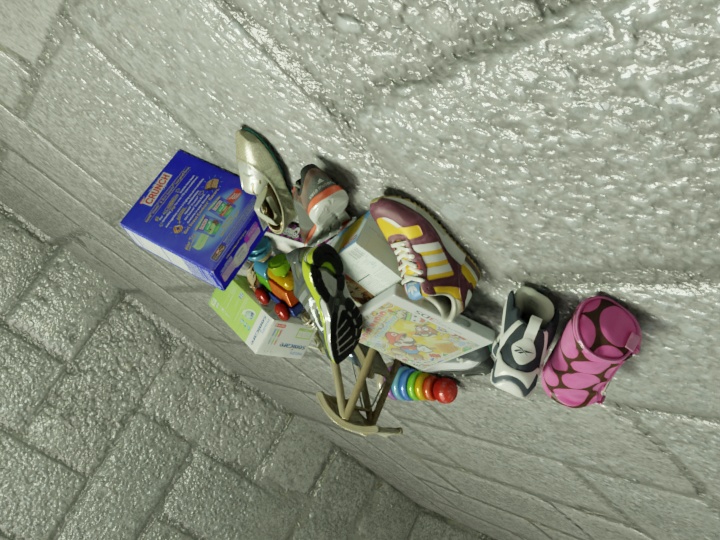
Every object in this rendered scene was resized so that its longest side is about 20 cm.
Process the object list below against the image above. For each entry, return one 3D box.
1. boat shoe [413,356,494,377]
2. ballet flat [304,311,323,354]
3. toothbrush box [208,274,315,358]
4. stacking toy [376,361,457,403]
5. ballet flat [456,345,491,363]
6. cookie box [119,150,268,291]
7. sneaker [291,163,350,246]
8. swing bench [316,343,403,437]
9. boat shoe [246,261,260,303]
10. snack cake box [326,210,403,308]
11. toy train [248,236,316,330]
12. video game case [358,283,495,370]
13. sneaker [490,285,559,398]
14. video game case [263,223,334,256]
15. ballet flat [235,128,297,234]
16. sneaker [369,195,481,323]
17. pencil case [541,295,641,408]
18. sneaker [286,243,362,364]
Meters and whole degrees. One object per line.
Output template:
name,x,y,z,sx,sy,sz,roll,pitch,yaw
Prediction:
boat shoe,0.168,0.164,1.230,0.066,0.071,0.198,41,151,-21
ballet flat,-0.111,0.135,1.548,0.067,0.076,0.201,19,156,33
toothbrush box,-0.211,0.097,1.452,0.199,0.087,0.144,39,-167,37
stacking toy,0.128,0.255,1.478,0.197,0.087,0.085,1,145,48
ballet flat,0.144,0.121,1.155,0.198,0.074,0.073,3,146,49
cookie box,-0.267,-0.088,1.125,0.197,0.173,0.076,25,157,18
sneaker,-0.063,-0.097,0.983,0.083,0.076,0.200,56,162,10
swing bench,0.007,0.199,1.241,0.126,0.205,0.199,2,166,16
boat shoe,-0.201,0.014,1.363,0.072,0.076,0.200,46,172,-12
snack cake box,0.000,0.000,1.030,0.114,0.068,0.199,36,148,-15
toy train,-0.122,0.023,1.156,0.199,0.084,0.117,31,152,45
video game case,0.079,0.095,1.045,0.179,0.023,0.199,25,151,-18
sneaker,0.230,0.078,0.924,0.078,0.132,0.199,23,-163,17
video game case,-0.092,-0.019,1.220,0.197,0.036,0.182,18,156,34
ballet flat,-0.144,-0.125,1.014,0.066,0.063,0.201,19,156,29
sneaker,0.078,-0.014,0.901,0.199,0.091,0.074,39,159,-20
pencil case,0.300,0.113,0.876,0.093,0.091,0.201,38,162,21
sneaker,-0.054,0.047,1.004,0.080,0.073,0.204,16,128,45
